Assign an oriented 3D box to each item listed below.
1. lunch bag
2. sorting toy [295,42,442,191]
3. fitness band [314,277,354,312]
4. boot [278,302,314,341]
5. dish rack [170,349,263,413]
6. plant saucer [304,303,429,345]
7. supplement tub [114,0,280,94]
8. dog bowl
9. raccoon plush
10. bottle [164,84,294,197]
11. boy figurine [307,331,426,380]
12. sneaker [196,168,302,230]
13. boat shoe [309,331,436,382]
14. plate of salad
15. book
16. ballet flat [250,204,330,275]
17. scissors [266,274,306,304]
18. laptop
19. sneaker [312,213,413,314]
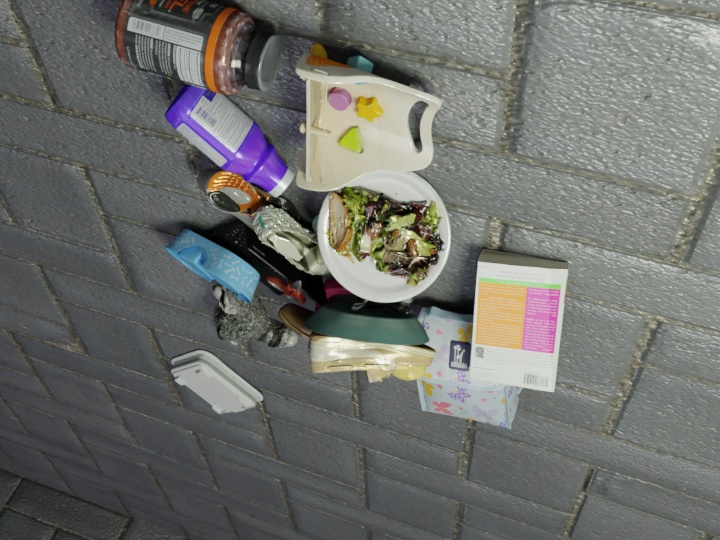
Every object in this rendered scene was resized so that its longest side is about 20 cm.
[{"bbox_3d":[0.178,0.154,1.410,0.167,0.128,0.202,9,134,20],"label":"lunch bag"},{"bbox_3d":[0.012,-0.193,1.086,0.177,0.108,0.201,13,144,5],"label":"sorting toy"},{"bbox_3d":[-0.014,0.086,1.515,0.141,0.038,0.201,21,144,6],"label":"fitness band"},{"bbox_3d":[-0.049,0.094,1.482,0.197,0.074,0.076,25,119,9],"label":"boot"},{"bbox_3d":[-0.337,0.266,1.949,0.200,0.044,0.170,42,141,-25],"label":"dish rack"},{"bbox_3d":[0.012,0.079,1.312,0.196,0.037,0.200,7,-176,-1],"label":"plant saucer"},{"bbox_3d":[-0.203,-0.288,1.078,0.197,0.108,0.108,17,145,10],"label":"supplement tub"},{"bbox_3d":[-0.253,-0.012,1.471,0.198,0.050,0.112,26,166,35],"label":"dog bowl"},{"bbox_3d":[-0.188,0.067,1.587,0.197,0.098,0.134,8,142,-30],"label":"raccoon plush"},{"bbox_3d":[-0.183,-0.186,1.219,0.199,0.084,0.065,40,143,-22],"label":"bottle"},{"bbox_3d":[0.012,0.131,1.376,0.197,0.066,0.124,8,170,26],"label":"boy figurine"},{"bbox_3d":[-0.175,-0.106,1.348,0.199,0.076,0.092,38,177,-38],"label":"sneaker"},{"bbox_3d":[0.016,0.135,1.292,0.196,0.071,0.074,6,-176,-9],"label":"boat shoe"},{"bbox_3d":[0.031,-0.049,1.216,0.196,0.048,0.204,3,104,11],"label":"plate of salad"},{"bbox_3d":[0.235,0.079,1.265,0.131,0.048,0.204,8,115,15],"label":"book"},{"bbox_3d":[-0.095,-0.031,1.336,0.071,0.073,0.199,-11,149,41],"label":"ballet flat"},{"bbox_3d":[-0.097,0.031,1.320,0.073,0.014,0.199,40,166,-17],"label":"scissors"},{"bbox_3d":[-0.160,0.004,1.429,0.177,0.104,0.199,39,142,-25],"label":"laptop"},{"bbox_3d":[0.000,0.000,1.298,0.197,0.141,0.078,24,146,0],"label":"sneaker"}]
